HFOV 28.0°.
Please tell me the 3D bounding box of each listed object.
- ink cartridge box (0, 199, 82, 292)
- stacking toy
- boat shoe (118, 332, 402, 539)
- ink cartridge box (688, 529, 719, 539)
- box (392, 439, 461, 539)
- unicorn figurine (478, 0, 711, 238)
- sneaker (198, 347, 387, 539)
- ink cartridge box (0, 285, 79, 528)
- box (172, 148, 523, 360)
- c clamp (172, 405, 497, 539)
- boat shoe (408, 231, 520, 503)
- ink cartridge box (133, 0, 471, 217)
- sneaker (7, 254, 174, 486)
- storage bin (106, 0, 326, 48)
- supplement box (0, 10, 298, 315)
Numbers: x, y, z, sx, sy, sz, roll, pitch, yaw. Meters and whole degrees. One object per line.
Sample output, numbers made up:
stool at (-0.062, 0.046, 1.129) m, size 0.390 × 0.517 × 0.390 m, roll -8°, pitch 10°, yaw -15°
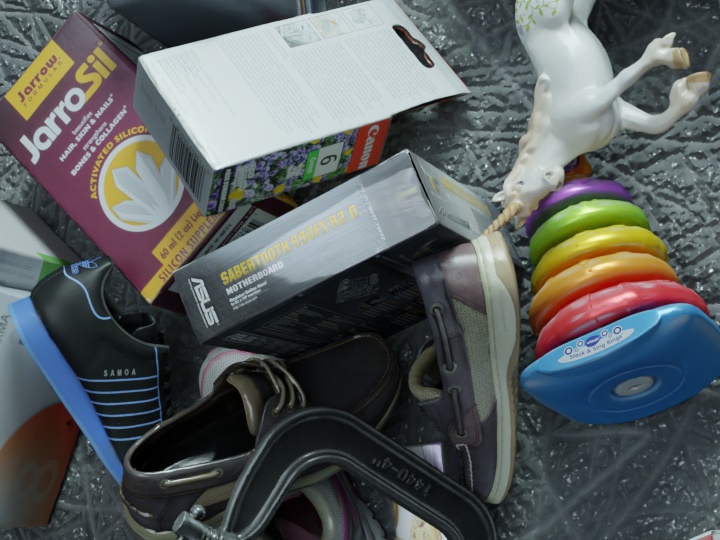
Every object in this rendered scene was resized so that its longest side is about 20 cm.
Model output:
ink cartridge box at (-0.307, 0.045, 1.028) m, size 0.084 × 0.145 × 0.200 m, roll 42°, pitch 97°, yaw 21°
stacking toy at (0.144, -0.016, 0.899) m, size 0.116 × 0.110 × 0.201 m, roll -25°, pitch 58°, yaw 22°
boat shoe at (-0.057, 0.095, 0.879) m, size 0.200 × 0.074 × 0.074 m, roll -34°, pitch 53°, yaw -21°
ink cartridge box at (0.171, 0.277, 0.834) m, size 0.175 × 0.084 × 0.201 m, roll -27°, pitch 73°, yaw 15°
box at (0.051, 0.210, 0.917) m, size 0.041 × 0.039 × 0.201 m, roll -10°, pitch 77°, yaw 19°
unicorn figurine at (0.133, -0.116, 0.869) m, size 0.137 × 0.074 × 0.201 m, roll -23°, pitch 59°, yaw 32°
sneaker at (-0.051, 0.130, 0.944) m, size 0.081 × 0.088 × 0.201 m, roll -36°, pitch 70°, yaw 12°
ink cartridge box at (-0.251, 0.091, 0.967) m, size 0.050 × 0.200 × 0.163 m, roll 19°, pitch 89°, yaw 19°
box at (0.000, 0.000, 0.886) m, size 0.158 × 0.200 × 0.049 m, roll -28°, pitch 74°, yaw 15°
c clamp at (-0.019, 0.175, 0.861) m, size 0.199 × 0.027 × 0.172 m, roll 28°, pitch 82°, yaw -17°
boat shoe at (0.061, 0.063, 0.867) m, size 0.064 × 0.201 × 0.072 m, roll -4°, pitch 42°, yaw -1°
ink cartridge box at (-0.038, -0.114, 0.963) m, size 0.199 × 0.050 × 0.109 m, roll -19°, pitch 58°, yaw -28°
sneaker at (-0.151, 0.083, 0.965) m, size 0.078 × 0.070 × 0.201 m, roll -32°, pitch 114°, yaw -4°
storage bin at (-0.107, -0.246, 1.003) m, size 0.145 × 0.134 × 0.201 m, roll -12°, pitch 78°, yaw 22°
supplement box at (-0.156, -0.075, 1.021) m, size 0.200 × 0.086 × 0.110 m, roll 44°, pitch 97°, yaw 22°
